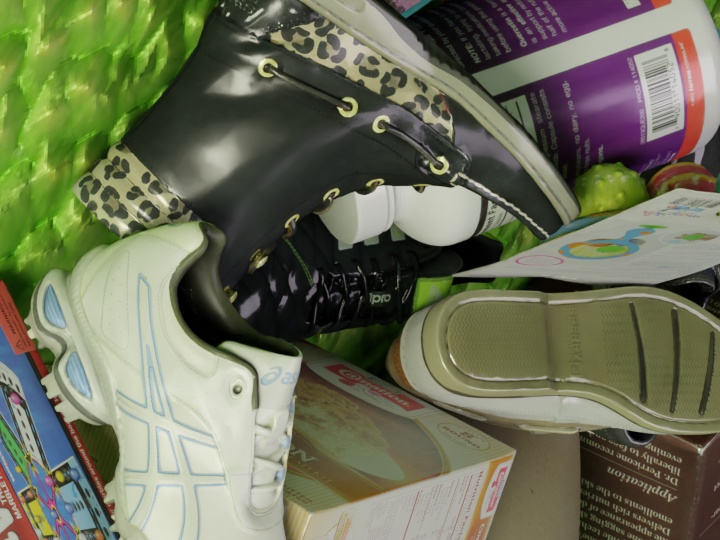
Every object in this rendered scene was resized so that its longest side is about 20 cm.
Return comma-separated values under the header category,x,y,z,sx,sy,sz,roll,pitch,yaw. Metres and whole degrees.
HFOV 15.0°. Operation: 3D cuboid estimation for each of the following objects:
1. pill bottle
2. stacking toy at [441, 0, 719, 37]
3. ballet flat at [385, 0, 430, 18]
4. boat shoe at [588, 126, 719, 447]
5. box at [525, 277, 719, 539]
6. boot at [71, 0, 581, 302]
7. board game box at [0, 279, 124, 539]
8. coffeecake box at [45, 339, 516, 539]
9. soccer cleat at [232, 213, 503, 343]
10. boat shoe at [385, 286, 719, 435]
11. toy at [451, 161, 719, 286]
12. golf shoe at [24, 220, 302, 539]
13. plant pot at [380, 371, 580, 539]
category,x,y,z,sx,sy,sz,roll,pitch,yaw
pill bottle,0.070,-0.082,1.330,0.200,0.112,0.112,-20,137,-17
stacking toy,0.101,-0.121,1.446,0.200,0.110,0.116,34,74,-49
ballet flat,0.031,-0.161,1.300,0.200,0.069,0.071,-30,107,-45
boat shoe,0.162,0.001,1.445,0.070,0.066,0.200,14,102,-36
box,0.169,0.109,1.679,0.164,0.166,0.200,-40,146,-42
boot,-0.014,-0.040,1.214,0.204,0.073,0.154,39,94,-29
board game box,-0.138,0.102,1.099,0.019,0.200,0.103,-32,171,32
coffeecake box,-0.043,0.096,1.284,0.200,0.153,0.073,-9,121,-60
soccer cleat,0.000,0.000,1.361,0.200,0.081,0.068,-24,134,-53
boat shoe,0.107,0.046,1.385,0.200,0.068,0.075,12,73,-28
toy,0.141,-0.029,1.285,0.115,0.200,0.047,4,81,-27
golf shoe,-0.059,0.074,1.131,0.097,0.200,0.078,-29,176,23
plant pot,0.044,0.130,1.485,0.187,0.187,0.200,82,25,-49
